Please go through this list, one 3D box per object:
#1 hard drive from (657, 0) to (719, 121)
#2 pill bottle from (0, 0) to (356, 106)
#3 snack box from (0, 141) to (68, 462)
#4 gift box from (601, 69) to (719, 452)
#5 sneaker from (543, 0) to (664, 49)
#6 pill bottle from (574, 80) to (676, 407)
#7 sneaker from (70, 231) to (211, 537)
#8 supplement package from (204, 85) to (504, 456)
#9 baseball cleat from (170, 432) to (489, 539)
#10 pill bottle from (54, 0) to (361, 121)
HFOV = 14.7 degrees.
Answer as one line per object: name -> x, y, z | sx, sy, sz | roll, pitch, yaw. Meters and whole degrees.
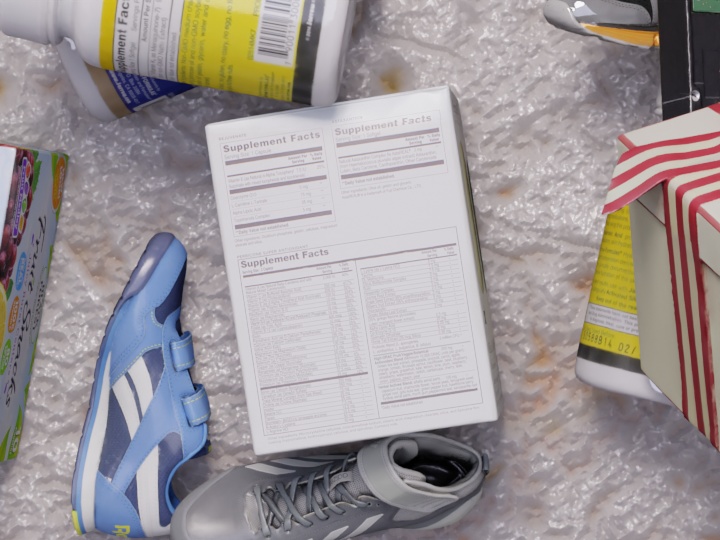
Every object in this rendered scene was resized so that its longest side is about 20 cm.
hard drive -> 0.241, -0.160, 1.657 | 0.139, 0.038, 0.201 | -1, 87, -27
pill bottle -> -0.103, -0.167, 1.623 | 0.199, 0.114, 0.115 | 11, 91, 1
snack box -> -0.236, 0.020, 1.737 | 0.053, 0.142, 0.201 | 11, 92, 5
gift box -> 0.244, 0.000, 1.552 | 0.199, 0.185, 0.187 | -20, 123, -21
sneaker -> 0.192, -0.182, 1.693 | 0.199, 0.078, 0.078 | -16, 115, -34
pill bottle -> 0.204, -0.018, 1.716 | 0.111, 0.111, 0.201 | 12, 92, 4
sneaker -> -0.128, 0.076, 1.766 | 0.082, 0.074, 0.201 | 12, 99, 3
supplement package -> 0.000, 0.000, 1.712 | 0.150, 0.152, 0.201 | -9, 90, 4
baseball cleat -> -0.019, 0.133, 1.726 | 0.199, 0.107, 0.070 | -12, 70, -12
pill bottle -> -0.094, -0.180, 1.737 | 0.199, 0.116, 0.116 | -22, 89, 4
